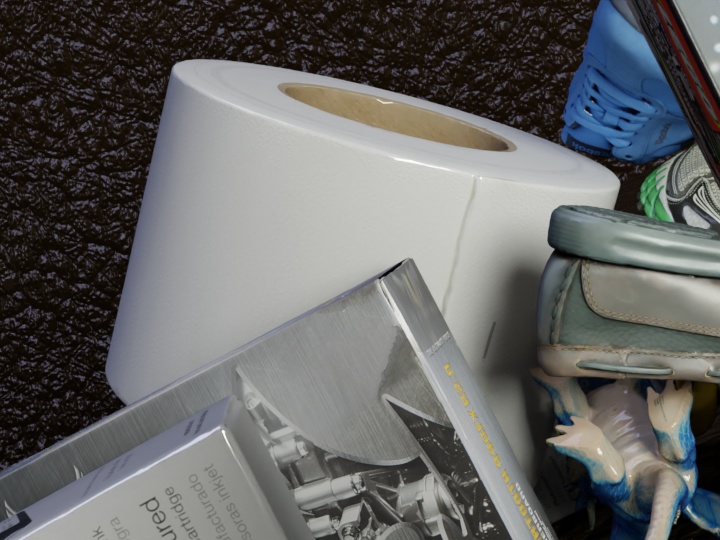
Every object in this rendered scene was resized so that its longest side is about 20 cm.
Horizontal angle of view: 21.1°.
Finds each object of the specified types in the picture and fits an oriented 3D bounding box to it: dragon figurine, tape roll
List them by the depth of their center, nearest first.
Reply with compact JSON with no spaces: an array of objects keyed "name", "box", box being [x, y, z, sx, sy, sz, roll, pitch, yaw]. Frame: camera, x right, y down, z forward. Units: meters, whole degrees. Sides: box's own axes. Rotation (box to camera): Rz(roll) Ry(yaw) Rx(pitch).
[{"name":"dragon figurine","box":[0.113,0.086,0.744,0.058,0.100,0.200,-26,22,1]},{"name":"tape roll","box":[0.000,0.000,0.842,0.201,0.141,0.203,14,11,-3]}]

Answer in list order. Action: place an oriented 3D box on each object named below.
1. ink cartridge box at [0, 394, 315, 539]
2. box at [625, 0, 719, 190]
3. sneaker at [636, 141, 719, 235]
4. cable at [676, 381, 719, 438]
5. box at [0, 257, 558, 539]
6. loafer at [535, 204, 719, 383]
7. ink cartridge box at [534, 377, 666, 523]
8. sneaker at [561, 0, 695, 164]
[{"name":"ink cartridge box","box":[-0.097,0.157,0.664,0.199,0.146,0.084,-29,3,1]},{"name":"box","box":[0.110,0.025,0.363,0.037,0.201,0.137,-27,2,8]},{"name":"sneaker","box":[0.181,-0.052,0.817,0.085,0.078,0.200,-53,-5,39]},{"name":"cable","box":[0.156,0.021,0.852,0.097,0.050,0.200,-46,-23,4]},{"name":"box","box":[-0.031,0.110,0.736,0.199,0.159,0.048,-27,3,21]},{"name":"loafer","box":[0.159,0.026,0.694,0.198,0.064,0.072,13,6,2]},{"name":"ink cartridge box","box":[0.059,0.099,0.985,0.199,0.068,0.116,-29,2,13]},{"name":"sneaker","box":[0.121,-0.076,0.833,0.079,0.066,0.200,-48,-9,8]}]
